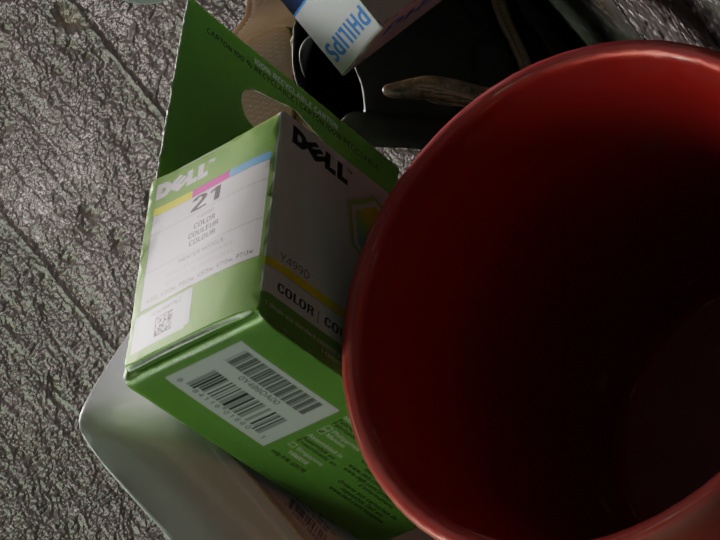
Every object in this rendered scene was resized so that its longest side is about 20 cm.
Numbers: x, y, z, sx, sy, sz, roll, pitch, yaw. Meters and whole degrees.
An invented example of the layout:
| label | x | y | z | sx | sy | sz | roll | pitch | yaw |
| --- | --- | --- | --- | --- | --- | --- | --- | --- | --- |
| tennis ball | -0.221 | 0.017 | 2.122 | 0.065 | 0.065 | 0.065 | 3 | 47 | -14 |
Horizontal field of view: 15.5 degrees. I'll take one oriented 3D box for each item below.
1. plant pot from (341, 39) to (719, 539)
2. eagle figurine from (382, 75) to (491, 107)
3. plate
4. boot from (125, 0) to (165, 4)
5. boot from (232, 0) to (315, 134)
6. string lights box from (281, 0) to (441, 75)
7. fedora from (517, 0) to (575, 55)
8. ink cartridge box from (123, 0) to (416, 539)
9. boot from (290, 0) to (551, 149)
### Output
| label | x | y | z | sx | sy | sz | roll | pitch | yaw |
| --- | --- | --- | --- | --- | --- | --- | --- | --- | --- |
| plant pot | 0.122 | 0.038 | 0.991 | 0.177 | 0.200 | 0.201 | 34 | -166 | -50 |
| eagle figurine | 0.117 | -0.017 | 1.196 | 0.152 | 0.151 | 0.200 | 39 | 162 | 39 |
| plate | -0.013 | 0.072 | 1.107 | 0.200 | 0.032 | 0.200 | 51 | -145 | -18 |
| boot | -0.094 | -0.206 | 1.000 | 0.096 | 0.073 | 0.201 | -95 | -5 | -73 |
| boot | -0.021 | -0.090 | 1.352 | 0.155 | 0.076 | 0.201 | 36 | -142 | -52 |
| string lights box | -0.027 | -0.193 | 1.087 | 0.200 | 0.103 | 0.059 | 51 | 155 | 2 |
| fedora | 0.084 | -0.084 | 1.468 | 0.201 | 0.092 | 0.201 | 51 | -179 | -2 |
| ink cartridge box | -0.011 | -0.014 | 1.071 | 0.148 | 0.076 | 0.201 | 37 | -137 | -35 |
| boot | 0.006 | -0.134 | 1.274 | 0.138 | 0.078 | 0.200 | 3 | -137 | -41 |
